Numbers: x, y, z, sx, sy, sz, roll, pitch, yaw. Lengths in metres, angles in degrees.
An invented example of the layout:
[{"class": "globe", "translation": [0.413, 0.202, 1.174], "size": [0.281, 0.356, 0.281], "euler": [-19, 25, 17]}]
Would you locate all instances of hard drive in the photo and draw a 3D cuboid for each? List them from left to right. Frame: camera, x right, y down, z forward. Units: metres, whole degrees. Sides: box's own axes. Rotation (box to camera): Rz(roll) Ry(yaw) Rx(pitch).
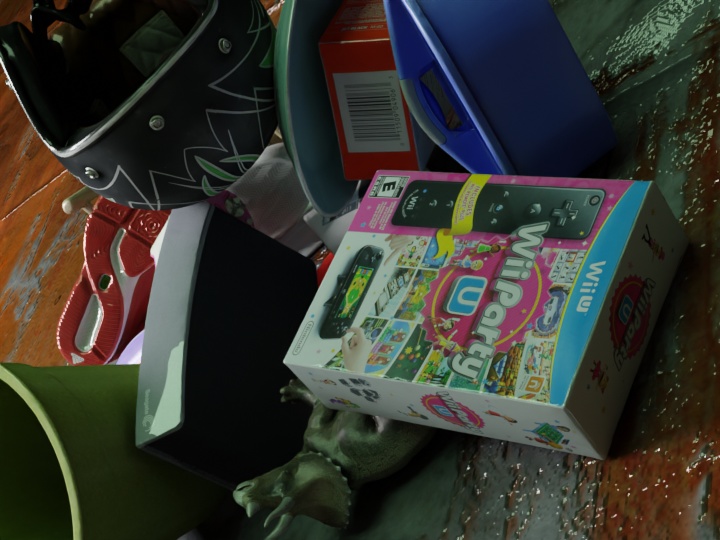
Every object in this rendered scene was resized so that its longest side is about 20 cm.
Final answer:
[{"class": "hard drive", "translation": [-0.086, 0.053, 1.110], "size": [0.042, 0.134, 0.202], "euler": [-33, 40, 39]}]

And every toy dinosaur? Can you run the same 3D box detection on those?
[{"class": "toy dinosaur", "translation": [0.011, 0.095, 1.007], "size": [0.199, 0.077, 0.103], "euler": [-34, 45, 5]}]

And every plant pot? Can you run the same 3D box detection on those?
[{"class": "plant pot", "translation": [-0.194, 0.140, 1.105], "size": [0.199, 0.202, 0.189], "euler": [-32, -11, 36]}]

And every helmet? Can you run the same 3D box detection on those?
[{"class": "helmet", "translation": [-0.144, -0.137, 1.113], "size": [0.199, 0.191, 0.200], "euler": [-38, -12, -9]}]

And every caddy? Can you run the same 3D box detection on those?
[{"class": "caddy", "translation": [0.078, -0.129, 1.028], "size": [0.104, 0.201, 0.142], "euler": [-31, 26, 4]}]

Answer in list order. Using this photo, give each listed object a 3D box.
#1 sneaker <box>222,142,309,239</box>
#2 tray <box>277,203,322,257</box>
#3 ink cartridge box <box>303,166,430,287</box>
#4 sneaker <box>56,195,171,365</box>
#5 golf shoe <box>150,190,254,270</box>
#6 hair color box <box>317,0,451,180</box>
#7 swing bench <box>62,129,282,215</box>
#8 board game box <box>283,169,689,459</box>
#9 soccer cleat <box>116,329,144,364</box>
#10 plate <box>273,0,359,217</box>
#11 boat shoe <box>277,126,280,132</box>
[{"class": "sneaker", "translation": [-0.093, -0.071, 1.296], "size": [0.200, 0.073, 0.116], "euler": [-41, 26, 45]}, {"class": "tray", "translation": [-0.067, -0.033, 1.337], "size": [0.200, 0.022, 0.108], "euler": [-42, 28, 22]}, {"class": "ink cartridge box", "translation": [0.000, 0.000, 1.157], "size": [0.177, 0.045, 0.200], "euler": [-50, 25, 4]}, {"class": "sneaker", "translation": [-0.194, -0.012, 1.392], "size": [0.201, 0.078, 0.115], "euler": [-60, -10, 7]}, {"class": "golf shoe", "translation": [-0.109, 0.039, 1.202], "size": [0.091, 0.075, 0.202], "euler": [-33, 61, 41]}, {"class": "hair color box", "translation": [0.031, -0.165, 1.176], "size": [0.063, 0.112, 0.201], "euler": [0, 33, 19]}, {"class": "swing bench", "translation": [-0.156, -0.128, 1.491], "size": [0.199, 0.130, 0.201], "euler": [-41, 22, 24]}, {"class": "board game box", "translation": [0.072, 0.018, 0.925], "size": [0.199, 0.064, 0.149], "euler": [6, 60, 38]}, {"class": "soccer cleat", "translation": [-0.141, 0.048, 1.307], "size": [0.200, 0.066, 0.077], "euler": [-43, 33, 28]}, {"class": "plate", "translation": [-0.029, -0.139, 1.130], "size": [0.025, 0.201, 0.201], "euler": [3, 50, 17]}, {"class": "boat shoe", "translation": [-0.019, -0.146, 1.259], "size": [0.071, 0.077, 0.200], "euler": [-14, 3, 20]}]
